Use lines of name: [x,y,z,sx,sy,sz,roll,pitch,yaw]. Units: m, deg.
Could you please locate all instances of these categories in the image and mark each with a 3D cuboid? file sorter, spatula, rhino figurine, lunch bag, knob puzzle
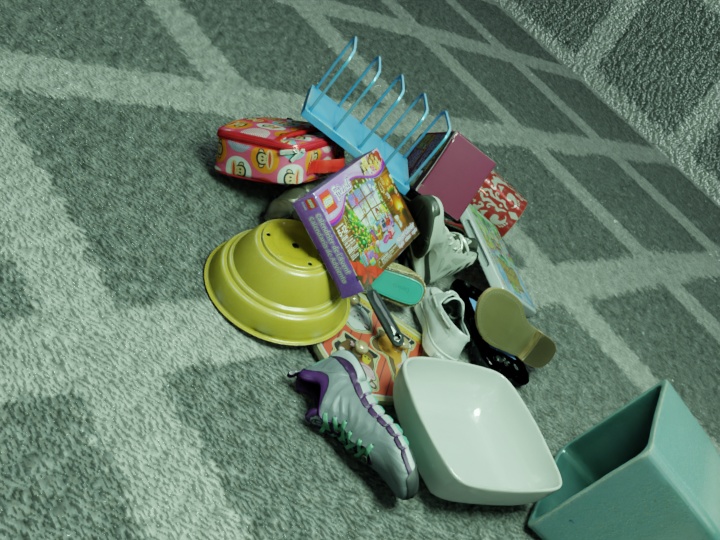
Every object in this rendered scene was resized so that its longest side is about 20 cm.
file sorter: [0.028,-0.241,1.261,0.200,0.123,0.139,36,23,-15]
spatula: [0.008,0.013,1.113,0.056,0.021,0.201,-23,81,-26]
rhino figurine: [-0.085,-0.107,1.253,0.087,0.060,0.200,1,26,13]
lunch bag: [-0.108,-0.181,1.260,0.175,0.083,0.200,15,21,19]
knob puzzle: [0.013,0.099,1.093,0.219,0.030,0.220,27,34,-20]

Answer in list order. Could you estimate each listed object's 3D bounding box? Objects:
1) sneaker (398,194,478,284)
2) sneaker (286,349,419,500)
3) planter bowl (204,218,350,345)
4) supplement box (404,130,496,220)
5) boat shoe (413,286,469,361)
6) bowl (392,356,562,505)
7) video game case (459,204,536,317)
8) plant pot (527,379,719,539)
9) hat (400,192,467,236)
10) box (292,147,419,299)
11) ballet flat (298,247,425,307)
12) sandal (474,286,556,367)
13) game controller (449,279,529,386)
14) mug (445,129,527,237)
sneaker: [0.124,-0.054,1.236,0.115,0.201,0.076,-19,59,-17]
sneaker: [-0.012,0.185,0.942,0.087,0.075,0.200,-15,51,-25]
planter bowl: [-0.094,-0.007,1.055,0.199,0.084,0.201,15,39,-13]
supplement box: [0.125,-0.155,1.328,0.085,0.111,0.200,35,1,-15]
boat shoe: [0.123,0.066,1.204,0.072,0.069,0.200,38,18,-9]
bowl: [0.132,0.208,1.027,0.199,0.075,0.201,13,38,-34]
video game case: [0.228,-0.021,1.390,0.200,0.022,0.183,28,37,-60]
plant pot: [0.365,0.299,1.033,0.200,0.196,0.196,48,31,3]
hat: [0.077,-0.071,1.342,0.200,0.081,0.201,34,-1,0]
box: [0.001,-0.067,1.082,0.137,0.039,0.200,62,33,-11]
ballet flat: [0.000,0.000,1.206,0.199,0.071,0.065,26,7,-10]
sandal: [0.215,0.078,1.240,0.211,0.078,0.070,38,3,-39]
game controller: [0.201,0.096,1.288,0.104,0.042,0.201,18,35,-28]
mug: [0.194,-0.135,1.562,0.200,0.178,0.133,38,-7,-4]
